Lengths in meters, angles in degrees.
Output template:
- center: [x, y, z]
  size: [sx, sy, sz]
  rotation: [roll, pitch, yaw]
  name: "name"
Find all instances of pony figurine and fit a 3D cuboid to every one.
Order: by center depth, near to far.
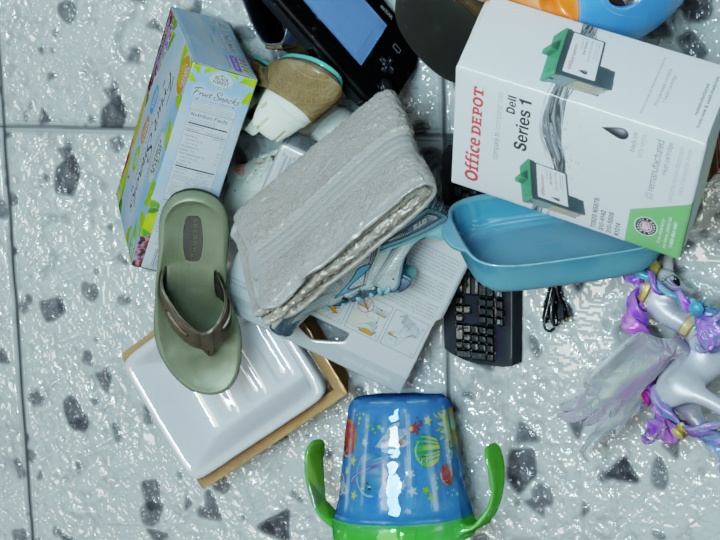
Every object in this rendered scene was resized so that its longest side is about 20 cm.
- center: [0.271, 0.092, 1.329]
  size: [0.199, 0.167, 0.194]
  rotation: [36, 81, 18]
  name: "pony figurine"

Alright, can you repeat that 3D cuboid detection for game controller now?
- center: [-0.028, -0.235, 1.383]
  size: [0.200, 0.105, 0.042]
  rotation: [47, 146, -19]
  name: "game controller"

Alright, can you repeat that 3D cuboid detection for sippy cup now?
- center: [0.038, 0.180, 1.458]
  size: [0.176, 0.140, 0.132]
  rotation: [-2, 90, -6]
  name: "sippy cup"

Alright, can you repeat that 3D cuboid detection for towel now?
- center: [-0.028, -0.054, 1.333]
  size: [0.200, 0.034, 0.133]
  rotation: [-40, 44, 20]
  name: "towel"

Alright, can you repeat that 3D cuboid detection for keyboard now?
- center: [0.131, -0.011, 1.429]
  size: [0.126, 0.021, 0.203]
  rotation: [3, 103, 25]
  name: "keyboard"

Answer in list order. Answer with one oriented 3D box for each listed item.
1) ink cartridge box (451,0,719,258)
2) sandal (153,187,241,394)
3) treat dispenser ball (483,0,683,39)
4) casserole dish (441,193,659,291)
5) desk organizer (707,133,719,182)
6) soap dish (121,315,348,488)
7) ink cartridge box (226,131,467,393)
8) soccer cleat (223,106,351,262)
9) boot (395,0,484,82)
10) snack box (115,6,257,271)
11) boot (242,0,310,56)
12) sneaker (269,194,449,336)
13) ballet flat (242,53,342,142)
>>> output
- center: [0.173, -0.110, 1.220]
  size: [0.198, 0.085, 0.147]
  rotation: [19, 147, 15]
  name: "ink cartridge box"
- center: [-0.149, 0.026, 1.408]
  size: [0.079, 0.057, 0.203]
  rotation: [-6, 119, -6]
  name: "sandal"
- center: [0.178, -0.275, 1.252]
  size: [0.199, 0.201, 0.203]
  rotation: [5, 103, 24]
  name: "treat dispenser ball"
- center: [0.166, -0.027, 1.334]
  size: [0.198, 0.122, 0.039]
  rotation: [-9, 124, -10]
  name: "casserole dish"
- center: [0.201, -0.109, 1.333]
  size: [0.198, 0.077, 0.073]
  rotation: [-1, 100, 19]
  name: "desk organizer"
- center: [-0.118, 0.096, 1.533]
  size: [0.199, 0.081, 0.158]
  rotation: [-35, 85, 26]
  name: "soap dish"
- center: [-0.012, -0.006, 1.439]
  size: [0.198, 0.044, 0.175]
  rotation: [26, 115, -1]
  name: "ink cartridge box"
- center: [-0.082, -0.086, 1.483]
  size: [0.077, 0.069, 0.200]
  rotation: [39, 118, -6]
  name: "soccer cleat"
- center: [0.117, -0.203, 1.378]
  size: [0.199, 0.075, 0.074]
  rotation: [30, 133, 32]
  name: "boot"
- center: [-0.166, -0.121, 1.462]
  size: [0.067, 0.169, 0.202]
  rotation: [11, 113, -19]
  name: "snack box"
- center: [-0.067, -0.290, 1.421]
  size: [0.074, 0.097, 0.202]
  rotation: [-8, 97, 26]
  name: "boot"
- center: [0.000, 0.000, 1.376]
  size: [0.086, 0.078, 0.200]
  rotation: [41, 113, -12]
  name: "sneaker"
- center: [-0.076, -0.153, 1.412]
  size: [0.068, 0.200, 0.073]
  rotation: [38, 82, -25]
  name: "ballet flat"
